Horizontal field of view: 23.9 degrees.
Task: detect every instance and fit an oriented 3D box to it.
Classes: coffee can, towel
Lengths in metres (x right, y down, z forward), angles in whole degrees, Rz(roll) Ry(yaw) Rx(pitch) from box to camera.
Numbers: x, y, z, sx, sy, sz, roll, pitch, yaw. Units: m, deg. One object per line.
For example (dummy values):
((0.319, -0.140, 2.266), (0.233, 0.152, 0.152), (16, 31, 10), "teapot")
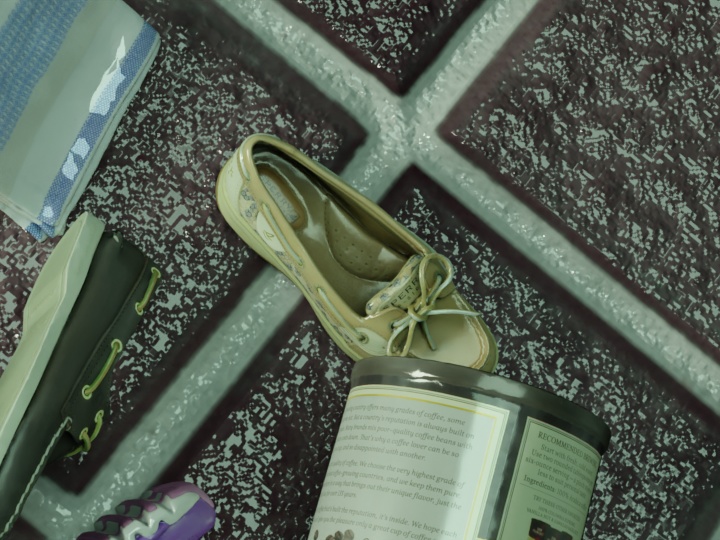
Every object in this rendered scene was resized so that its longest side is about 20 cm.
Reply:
((0.040, 0.163, 0.909), (0.146, 0.146, 0.200), (19, 75, -8), "coffee can")
((-0.204, -0.126, 0.926), (0.200, 0.024, 0.147), (41, 68, -39), "towel")

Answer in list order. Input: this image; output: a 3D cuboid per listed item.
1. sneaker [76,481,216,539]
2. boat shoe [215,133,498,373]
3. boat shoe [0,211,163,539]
((-0.143, 0.201, 0.901), (0.088, 0.080, 0.200), (46, 77, -7), "sneaker")
((0.000, 0.000, 0.978), (0.200, 0.063, 0.073), (38, 72, -3), "boat shoe")
((-0.158, 0.060, 0.903), (0.061, 0.072, 0.201), (32, 52, -20), "boat shoe")
